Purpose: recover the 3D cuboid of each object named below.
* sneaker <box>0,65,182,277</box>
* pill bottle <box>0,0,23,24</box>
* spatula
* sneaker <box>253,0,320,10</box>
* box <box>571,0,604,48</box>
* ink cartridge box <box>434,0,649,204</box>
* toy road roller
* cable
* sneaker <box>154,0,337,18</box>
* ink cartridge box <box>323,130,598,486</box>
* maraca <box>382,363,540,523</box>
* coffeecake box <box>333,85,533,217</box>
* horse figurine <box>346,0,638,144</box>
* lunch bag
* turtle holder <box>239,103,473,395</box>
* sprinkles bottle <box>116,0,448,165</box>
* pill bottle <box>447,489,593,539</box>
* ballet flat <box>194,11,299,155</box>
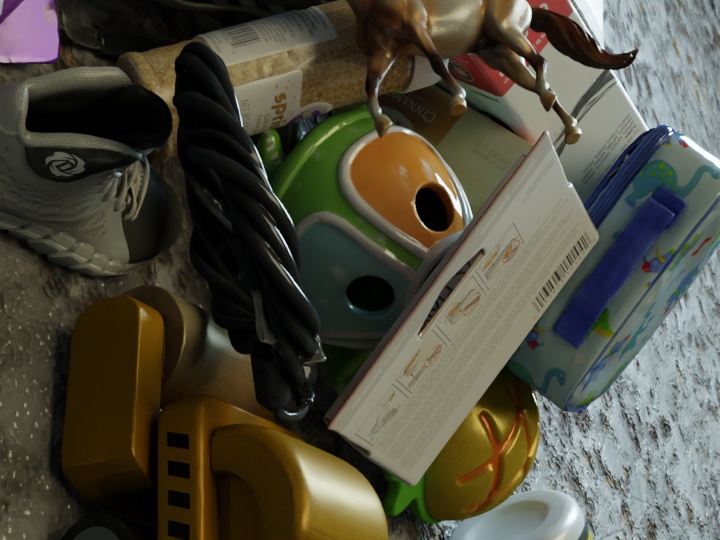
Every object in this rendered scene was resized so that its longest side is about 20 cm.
[{"bbox_3d":[-0.129,-0.052,0.734,0.199,0.115,0.076,17,60,-58],"label":"sneaker"},{"bbox_3d":[-0.209,-0.150,0.646,0.113,0.111,0.201,58,31,-26],"label":"pill bottle"},{"bbox_3d":[-0.160,-0.140,0.828,0.199,0.020,0.057,1,80,-63],"label":"spatula"},{"bbox_3d":[-0.118,-0.188,0.816,0.198,0.067,0.091,26,58,-1],"label":"sneaker"},{"bbox_3d":[0.078,-0.248,1.143,0.164,0.198,0.167,49,35,-39],"label":"box"},{"bbox_3d":[0.103,-0.141,1.004,0.084,0.144,0.200,-51,134,-6],"label":"ink cartridge box"},{"bbox_3d":[-0.066,0.103,0.732,0.123,0.145,0.202,33,47,-52],"label":"toy road roller"},{"bbox_3d":[-0.068,-0.032,0.707,0.164,0.050,0.201,78,-9,-49],"label":"cable"},{"bbox_3d":[-0.067,-0.205,0.894,0.198,0.085,0.076,12,60,-22],"label":"sneaker"},{"bbox_3d":[0.053,0.021,0.826,0.045,0.201,0.176,35,-5,26],"label":"ink cartridge box"},{"bbox_3d":[0.066,0.116,1.002,0.200,0.106,0.139,13,94,-65],"label":"maraca"},{"bbox_3d":[0.080,-0.051,1.045,0.153,0.073,0.200,36,-6,31],"label":"coffeecake box"},{"bbox_3d":[0.059,-0.134,0.812,0.198,0.050,0.133,-2,52,-27],"label":"horse figurine"},{"bbox_3d":[0.180,-0.001,0.972,0.082,0.201,0.161,37,9,15],"label":"lunch bag"},{"bbox_3d":[-0.004,-0.003,0.901,0.131,0.187,0.140,35,15,27],"label":"turtle holder"},{"bbox_3d":[-0.045,-0.122,0.849,0.198,0.068,0.069,-19,92,-22],"label":"sprinkles bottle"},{"bbox_3d":[0.147,0.279,1.067,0.202,0.111,0.112,68,28,-12],"label":"pill bottle"},{"bbox_3d":[-0.082,-0.147,0.949,0.074,0.074,0.202,34,45,-51],"label":"ballet flat"}]
